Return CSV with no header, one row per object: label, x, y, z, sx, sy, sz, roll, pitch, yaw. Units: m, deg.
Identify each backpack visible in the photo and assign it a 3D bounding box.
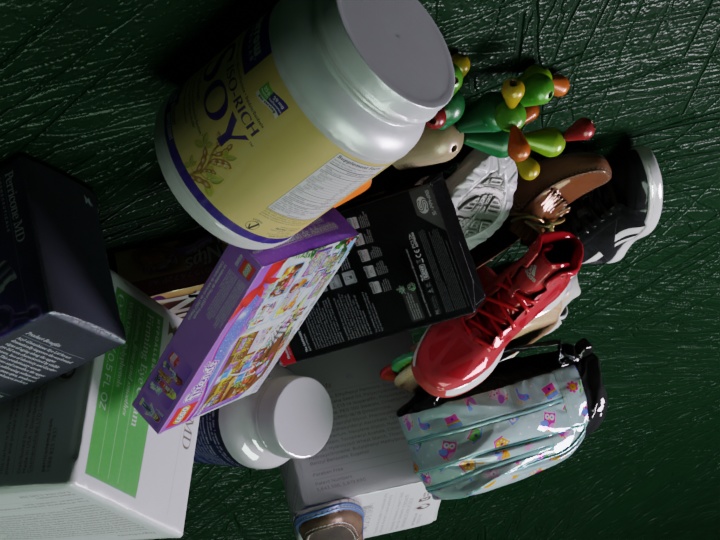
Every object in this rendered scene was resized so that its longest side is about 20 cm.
backpack,0.141,0.155,1.657,0.199,0.127,0.167,-16,169,-26

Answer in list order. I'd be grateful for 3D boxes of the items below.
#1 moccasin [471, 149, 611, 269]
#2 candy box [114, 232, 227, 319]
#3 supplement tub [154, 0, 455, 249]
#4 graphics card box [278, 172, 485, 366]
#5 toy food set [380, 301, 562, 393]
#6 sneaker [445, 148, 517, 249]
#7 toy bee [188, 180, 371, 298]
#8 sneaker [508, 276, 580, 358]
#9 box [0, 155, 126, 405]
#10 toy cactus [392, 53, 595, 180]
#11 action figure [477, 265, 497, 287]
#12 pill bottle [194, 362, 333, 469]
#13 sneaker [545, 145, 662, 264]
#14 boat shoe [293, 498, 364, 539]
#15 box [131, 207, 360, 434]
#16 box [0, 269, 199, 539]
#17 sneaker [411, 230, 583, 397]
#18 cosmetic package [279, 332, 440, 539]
moccasin,0.152,-0.049,1.554,0.200,0.078,0.074,-27,153,6
candy box,-0.169,0.037,1.564,0.116,0.057,0.200,-12,156,-9
supplement tub,-0.042,-0.121,1.203,0.200,0.146,0.145,-35,150,34
graphics card box,0.000,0.000,1.461,0.199,0.126,0.051,-17,-171,22
toy food set,0.115,0.071,1.664,0.198,0.049,0.199,-35,166,35
sneaker,0.066,-0.048,1.515,0.078,0.099,0.200,24,109,-41
toy bee,-0.093,-0.062,1.375,0.200,0.109,0.131,-32,160,-34
sneaker,0.185,0.062,1.830,0.091,0.076,0.200,-8,156,-28
box,-0.310,0.022,1.332,0.199,0.149,0.104,-27,153,19
toy cactus,0.100,-0.119,1.384,0.164,0.103,0.200,-20,166,32
action figure,0.077,0.033,1.708,0.199,0.066,0.052,-13,133,-5
pill bottle,-0.123,0.148,1.673,0.111,0.112,0.199,8,174,-43
sneaker,0.225,-0.050,1.612,0.111,0.073,0.200,-13,157,-13
boat shoe,-0.020,0.296,1.703,0.072,0.073,0.200,-16,155,3
box,-0.096,0.041,1.356,0.137,0.039,0.200,-20,150,-54
box,-0.268,0.129,1.444,0.199,0.200,0.171,-7,153,27
sneaker,0.129,0.027,1.491,0.200,0.078,0.116,-44,168,-28
cosmetic package,-0.010,0.179,1.791,0.164,0.201,0.165,-11,155,-10
